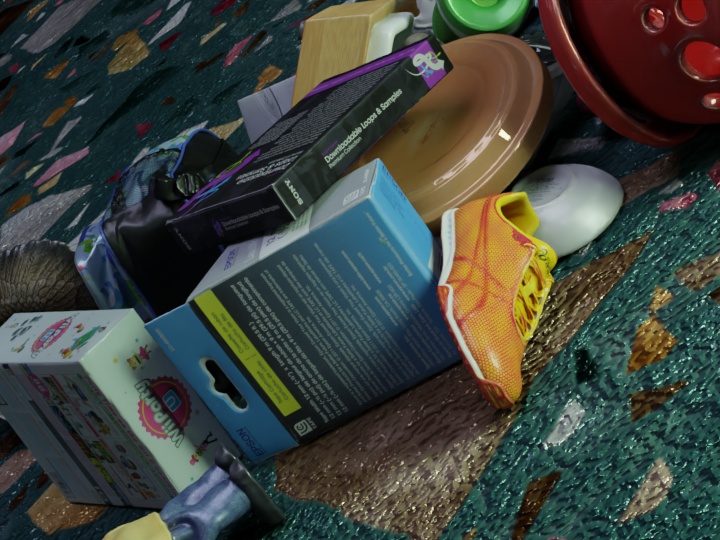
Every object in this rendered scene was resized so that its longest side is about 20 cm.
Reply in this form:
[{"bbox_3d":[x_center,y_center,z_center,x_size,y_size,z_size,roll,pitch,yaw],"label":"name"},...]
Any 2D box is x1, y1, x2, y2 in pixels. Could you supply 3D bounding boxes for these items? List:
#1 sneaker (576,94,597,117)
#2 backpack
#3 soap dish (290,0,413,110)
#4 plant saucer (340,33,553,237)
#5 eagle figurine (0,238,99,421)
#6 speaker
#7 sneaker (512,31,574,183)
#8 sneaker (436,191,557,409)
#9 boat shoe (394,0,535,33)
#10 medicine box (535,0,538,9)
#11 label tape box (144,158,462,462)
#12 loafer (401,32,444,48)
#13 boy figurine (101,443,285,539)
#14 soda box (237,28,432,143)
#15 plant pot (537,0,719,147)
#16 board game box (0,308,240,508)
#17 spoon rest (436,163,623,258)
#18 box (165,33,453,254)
[{"bbox_3d":[0.235,-0.193,1.663,0.200,0.075,0.080,-45,22,-17],"label":"sneaker"},{"bbox_3d":[-0.137,-0.012,1.732,0.146,0.184,0.200,-30,18,16],"label":"backpack"},{"bbox_3d":[-0.011,-0.147,1.799,0.080,0.159,0.200,11,12,4],"label":"soap dish"},{"bbox_3d":[0.053,-0.103,1.615,0.199,0.032,0.201,-27,36,22],"label":"plant saucer"},{"bbox_3d":[-0.322,0.059,1.962,0.150,0.153,0.199,-25,8,-29],"label":"eagle figurine"},{"bbox_3d":[0.103,-0.226,1.838,0.088,0.089,0.200,-37,-3,-1],"label":"speaker"},{"bbox_3d":[0.123,-0.123,1.695,0.074,0.080,0.200,11,47,47],"label":"sneaker"},{"bbox_3d":[0.095,0.011,1.452,0.077,0.073,0.201,-19,39,16],"label":"sneaker"},{"bbox_3d":[0.081,-0.249,2.025,0.071,0.070,0.199,-49,23,-28],"label":"boat shoe"},{"bbox_3d":[0.228,-0.314,1.767,0.183,0.102,0.201,-80,14,-60],"label":"medicine box"},{"bbox_3d":[-0.031,0.032,1.527,0.199,0.144,0.066,-28,23,22],"label":"label tape box"},{"bbox_3d":[0.064,-0.164,1.801,0.072,0.063,0.200,-44,-2,-2],"label":"loafer"},{"bbox_3d":[-0.146,0.207,1.464,0.200,0.065,0.124,-42,22,-9],"label":"boy figurine"},{"bbox_3d":[-0.017,-0.158,1.970,0.199,0.069,0.063,-18,-2,39],"label":"soda box"},{"bbox_3d":[0.238,-0.192,1.502,0.182,0.200,0.201,-31,20,37],"label":"plant pot"},{"bbox_3d":[-0.201,0.106,1.641,0.064,0.148,0.199,-45,23,-27],"label":"board game box"},{"bbox_3d":[0.106,-0.037,1.595,0.199,0.061,0.100,-1,40,36],"label":"spoon rest"},{"bbox_3d":[-0.037,-0.091,1.568,0.200,0.036,0.143,-43,16,-34],"label":"box"}]
